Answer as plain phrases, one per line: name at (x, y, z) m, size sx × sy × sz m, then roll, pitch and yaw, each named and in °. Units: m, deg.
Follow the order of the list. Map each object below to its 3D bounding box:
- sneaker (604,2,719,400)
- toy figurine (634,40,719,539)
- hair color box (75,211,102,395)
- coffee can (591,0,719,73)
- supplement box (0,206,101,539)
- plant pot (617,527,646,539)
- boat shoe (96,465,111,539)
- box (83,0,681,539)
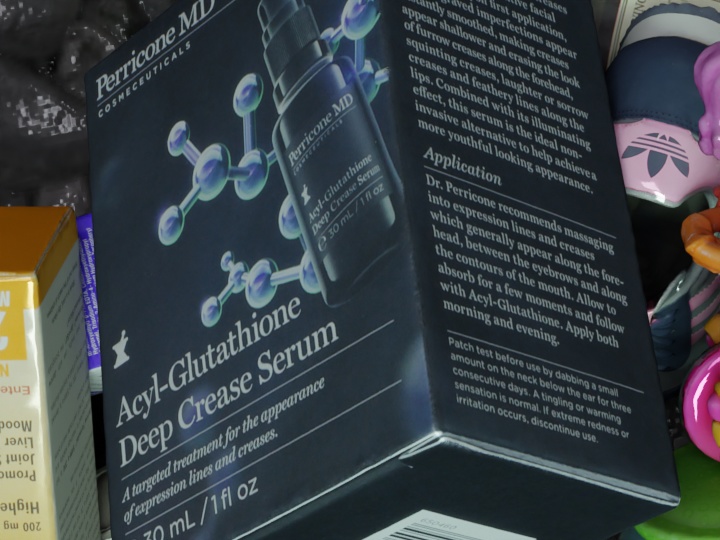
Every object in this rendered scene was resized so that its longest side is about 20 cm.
sneaker at (0.097, -0.001, 0.801) m, size 0.070 × 0.200 × 0.082 m, roll 15°, pitch 53°, yaw 14°
toy figurine at (0.163, -0.022, 0.699) m, size 0.200 × 0.150 × 0.184 m, roll -13°, pitch 109°, yaw 6°
hair color box at (-0.115, 0.017, 0.885) m, size 0.200 × 0.109 × 0.065 m, roll -18°, pitch 84°, yaw 9°
coffee can at (0.191, -0.103, 0.811) m, size 0.200 × 0.146 × 0.147 m, roll 19°, pitch 91°, yaw 11°
supplement box at (-0.163, 0.081, 0.807) m, size 0.126 × 0.074 × 0.200 m, roll 0°, pitch 112°, yaw 4°
plant pot at (0.174, 0.162, 0.721) m, size 0.141 × 0.200 × 0.141 m, roll 25°, pitch 84°, yaw -23°
boat shoe at (-0.060, 0.077, 0.882) m, size 0.200 × 0.072 × 0.060 m, roll -21°, pitch 119°, yaw 6°
box at (0.000, 0.000, 0.717) m, size 0.148 × 0.107 × 0.200 m, roll -32°, pitch 53°, yaw 38°
